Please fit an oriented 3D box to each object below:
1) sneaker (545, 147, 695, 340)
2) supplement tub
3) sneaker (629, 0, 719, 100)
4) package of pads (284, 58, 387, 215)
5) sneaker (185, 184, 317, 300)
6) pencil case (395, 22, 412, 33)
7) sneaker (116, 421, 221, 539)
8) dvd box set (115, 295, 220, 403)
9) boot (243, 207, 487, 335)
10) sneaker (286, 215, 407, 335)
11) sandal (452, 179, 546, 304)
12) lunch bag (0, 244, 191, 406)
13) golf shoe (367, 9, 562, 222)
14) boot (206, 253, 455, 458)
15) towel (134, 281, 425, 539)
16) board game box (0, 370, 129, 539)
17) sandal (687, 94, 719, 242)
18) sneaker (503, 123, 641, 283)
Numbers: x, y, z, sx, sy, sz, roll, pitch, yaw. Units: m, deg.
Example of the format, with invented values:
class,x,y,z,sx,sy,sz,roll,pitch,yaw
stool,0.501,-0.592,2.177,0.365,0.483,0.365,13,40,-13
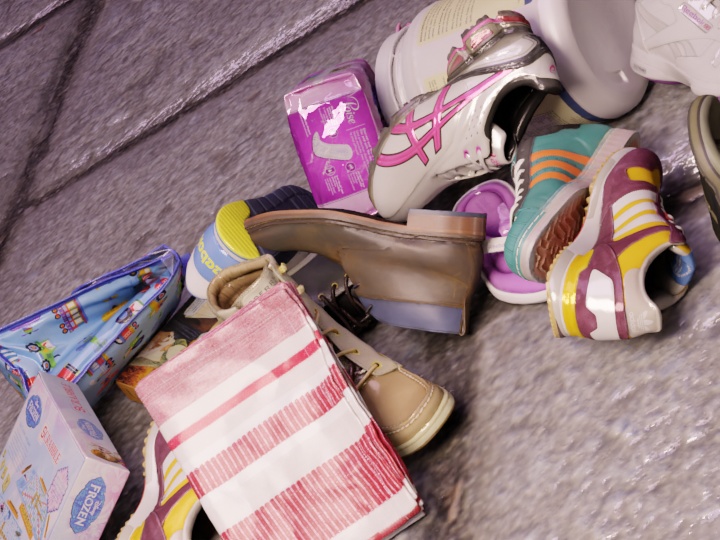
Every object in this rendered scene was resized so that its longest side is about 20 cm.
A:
class,x,y,z,sx,sy,sz,roll,pitch,yaw
sneaker,0.202,-0.017,1.424,0.090,0.075,0.200,4,41,25
supplement tub,0.126,-0.173,1.671,0.200,0.145,0.145,-17,34,38
sneaker,0.271,-0.185,1.535,0.075,0.100,0.200,-14,20,-27
package of pads,-0.012,-0.114,1.724,0.075,0.121,0.200,-19,8,5
sneaker,-0.079,-0.019,1.705,0.082,0.074,0.200,-50,-21,27
pencil case,0.134,-0.231,1.811,0.200,0.094,0.091,-29,28,20
sneaker,-0.122,0.171,1.534,0.090,0.075,0.200,-16,41,27
dvd box set,-0.121,0.068,1.746,0.146,0.029,0.200,-48,27,-17
boot,0.000,0.000,1.557,0.199,0.097,0.075,1,0,22
sneaker,-0.011,0.021,1.622,0.106,0.075,0.200,-9,38,51
sandal,0.113,-0.028,1.566,0.082,0.050,0.203,-44,28,-3
lunch bag,-0.227,0.052,1.797,0.200,0.094,0.151,-37,-9,-11
golf shoe,0.078,-0.105,1.562,0.200,0.072,0.092,-52,49,26
boot,-0.028,0.062,1.488,0.072,0.155,0.200,-48,25,-16
towel,-0.060,0.126,1.427,0.144,0.200,0.023,-36,-17,11
board game box,-0.265,0.208,1.617,0.200,0.041,0.200,-65,25,8
sandal,0.270,-0.052,1.385,0.057,0.080,0.201,-17,36,6
sneaker,0.141,-0.053,1.494,0.080,0.072,0.200,13,32,24
